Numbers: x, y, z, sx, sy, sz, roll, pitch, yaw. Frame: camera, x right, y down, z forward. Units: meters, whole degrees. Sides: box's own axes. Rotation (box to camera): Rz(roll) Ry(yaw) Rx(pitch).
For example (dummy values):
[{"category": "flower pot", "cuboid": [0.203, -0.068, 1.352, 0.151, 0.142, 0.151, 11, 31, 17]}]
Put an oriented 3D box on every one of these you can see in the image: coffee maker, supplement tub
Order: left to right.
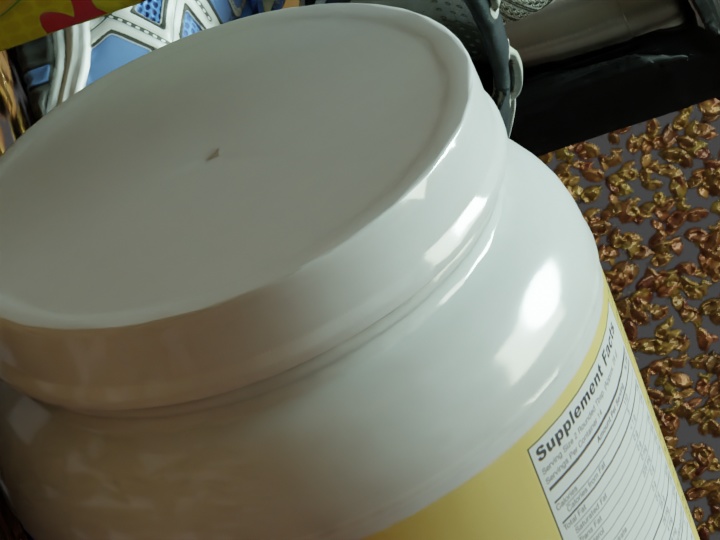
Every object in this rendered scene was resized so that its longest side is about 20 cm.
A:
[{"category": "supplement tub", "cuboid": [0.000, 0.055, 0.694, 0.146, 0.145, 0.201, -97, 167, -59]}, {"category": "coffee maker", "cuboid": [0.047, -0.090, 1.228, 0.135, 0.199, 0.193, -97, 165, -50]}]

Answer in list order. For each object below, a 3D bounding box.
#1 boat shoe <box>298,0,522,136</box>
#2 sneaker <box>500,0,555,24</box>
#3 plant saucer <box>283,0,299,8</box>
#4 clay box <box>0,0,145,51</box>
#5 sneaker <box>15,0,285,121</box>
[{"category": "boat shoe", "cuboid": [0.013, -0.059, 0.929, 0.200, 0.075, 0.061, 71, 9, -57]}, {"category": "sneaker", "cuboid": [0.027, -0.161, 0.974, 0.200, 0.082, 0.078, 64, 9, -48]}, {"category": "plant saucer", "cuboid": [-0.018, -0.133, 1.050, 0.200, 0.037, 0.201, -19, 90, -84]}, {"category": "clay box", "cuboid": [-0.033, -0.126, 0.678, 0.048, 0.199, 0.115, 61, 11, -54]}, {"category": "sneaker", "cuboid": [-0.057, -0.075, 0.870, 0.076, 0.077, 0.201, 59, 16, -68]}]
